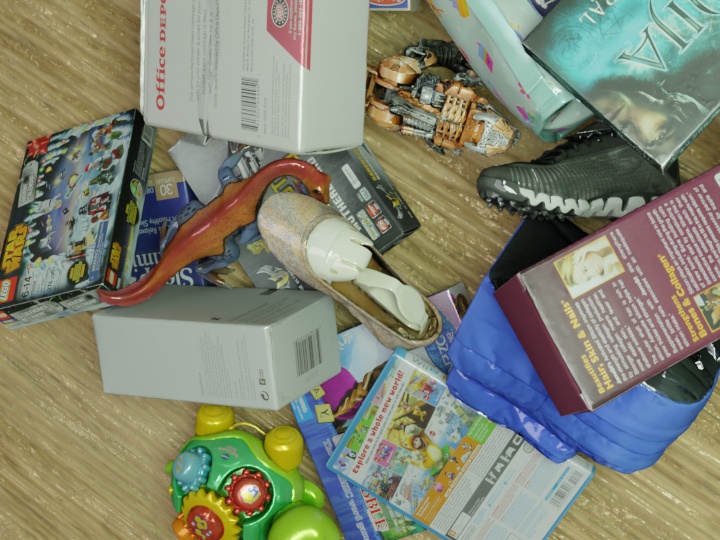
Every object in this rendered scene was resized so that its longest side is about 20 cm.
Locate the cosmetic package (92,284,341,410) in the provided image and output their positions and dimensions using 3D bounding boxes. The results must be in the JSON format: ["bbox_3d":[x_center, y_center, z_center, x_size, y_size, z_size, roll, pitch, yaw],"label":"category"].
[{"bbox_3d":[-0.130,0.066,1.306,0.199,0.113,0.082,3,107,29],"label":"cosmetic package"}]

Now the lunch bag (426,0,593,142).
[{"bbox_3d":[0.133,-0.193,1.127,0.122,0.200,0.171,-35,84,19],"label":"lunch bag"}]

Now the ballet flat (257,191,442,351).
[{"bbox_3d":[0.000,0.000,1.211,0.067,0.200,0.068,6,62,56],"label":"ballet flat"}]

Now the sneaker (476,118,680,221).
[{"bbox_3d":[0.179,-0.083,1.160,0.066,0.199,0.091,1,87,63],"label":"sneaker"}]

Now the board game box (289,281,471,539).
[{"bbox_3d":[0.042,0.138,1.325,0.199,0.041,0.201,-24,90,26],"label":"board game box"}]

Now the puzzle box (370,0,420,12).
[{"bbox_3d":[-0.043,-0.292,1.250,0.199,0.025,0.134,5,102,24],"label":"puzzle box"}]

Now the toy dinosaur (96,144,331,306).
[{"bbox_3d":[-0.107,-0.036,1.253,0.105,0.200,0.181,45,148,-6],"label":"toy dinosaur"}]

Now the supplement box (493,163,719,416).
[{"bbox_3d":[0.213,0.012,1.055,0.199,0.086,0.111,-28,85,-10],"label":"supplement box"}]

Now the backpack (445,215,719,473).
[{"bbox_3d":[0.186,0.069,1.186,0.199,0.163,0.168,29,131,8],"label":"backpack"}]

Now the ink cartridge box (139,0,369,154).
[{"bbox_3d":[-0.092,-0.183,1.204,0.199,0.085,0.146,14,107,39],"label":"ink cartridge box"}]

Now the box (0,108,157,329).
[{"bbox_3d":[-0.272,-0.050,1.368,0.136,0.040,0.201,-14,54,26],"label":"box"}]

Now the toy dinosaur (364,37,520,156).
[{"bbox_3d":[0.045,-0.153,1.215,0.200,0.136,0.102,44,115,11],"label":"toy dinosaur"}]

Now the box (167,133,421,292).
[{"bbox_3d":[-0.063,-0.076,1.327,0.158,0.048,0.200,-35,84,26],"label":"box"}]

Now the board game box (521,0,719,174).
[{"bbox_3d":[0.228,-0.184,0.994,0.135,0.028,0.200,44,94,15],"label":"board game box"}]

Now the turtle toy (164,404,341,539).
[{"bbox_3d":[-0.103,0.221,1.357,0.199,0.101,0.146,18,124,21],"label":"turtle toy"}]

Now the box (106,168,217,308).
[{"bbox_3d":[-0.198,0.005,1.416,0.121,0.032,0.201,-7,98,26],"label":"box"}]

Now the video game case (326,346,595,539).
[{"bbox_3d":[0.085,0.172,1.264,0.199,0.018,0.143,31,121,2],"label":"video game case"}]
